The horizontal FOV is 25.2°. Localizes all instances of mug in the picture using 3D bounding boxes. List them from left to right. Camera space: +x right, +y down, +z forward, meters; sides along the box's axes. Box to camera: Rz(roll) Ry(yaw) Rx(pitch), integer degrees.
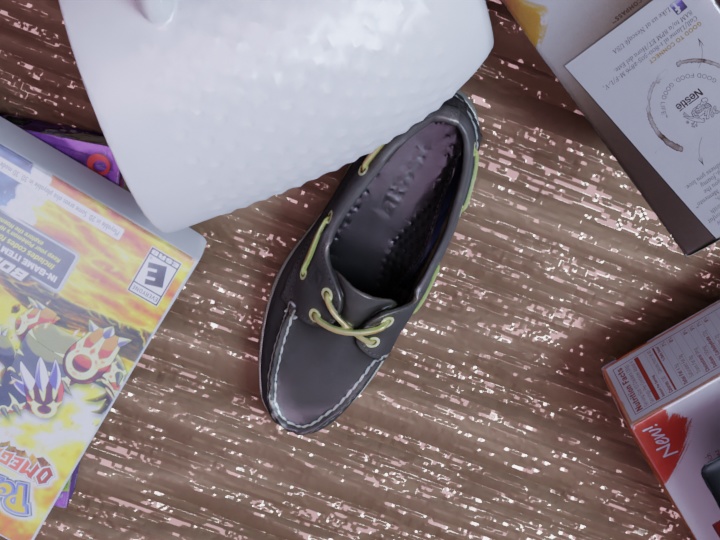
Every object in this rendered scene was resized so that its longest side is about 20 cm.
[{"bbox_3d":[-0.037,-0.122,0.716,0.174,0.200,0.149,-19,74,3],"label":"mug"}]

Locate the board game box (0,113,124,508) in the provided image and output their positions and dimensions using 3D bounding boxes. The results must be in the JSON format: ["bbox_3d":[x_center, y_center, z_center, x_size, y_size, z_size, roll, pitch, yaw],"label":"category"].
[{"bbox_3d":[-0.194,0.019,0.840,0.119,0.032,0.202,13,106,1],"label":"board game box"}]

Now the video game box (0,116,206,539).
[{"bbox_3d":[-0.207,0.014,0.803,0.199,0.047,0.183,30,106,-8],"label":"video game box"}]

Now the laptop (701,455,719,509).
[{"bbox_3d":[0.277,0.105,0.807,0.186,0.200,0.117,-29,80,7],"label":"laptop"}]

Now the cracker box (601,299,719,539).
[{"bbox_3d":[0.241,0.062,0.823,0.199,0.058,0.134,-30,120,8],"label":"cracker box"}]

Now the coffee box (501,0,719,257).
[{"bbox_3d":[0.128,-0.123,0.719,0.079,0.115,0.201,-31,104,30],"label":"coffee box"}]

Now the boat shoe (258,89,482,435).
[{"bbox_3d":[0.000,0.000,0.818,0.071,0.061,0.203,24,104,-7],"label":"boat shoe"}]
